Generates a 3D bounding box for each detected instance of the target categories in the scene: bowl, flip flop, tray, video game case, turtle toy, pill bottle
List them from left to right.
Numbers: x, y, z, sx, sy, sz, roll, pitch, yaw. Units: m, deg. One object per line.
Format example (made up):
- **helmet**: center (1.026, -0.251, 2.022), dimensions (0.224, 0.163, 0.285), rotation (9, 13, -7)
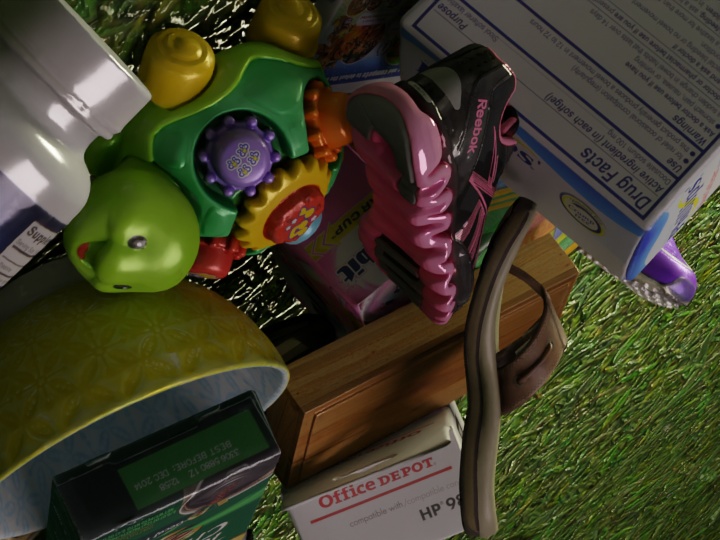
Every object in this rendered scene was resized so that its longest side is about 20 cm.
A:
- **pill bottle**: center (-0.192, -0.038, 0.945), dimensions (0.200, 0.111, 0.111), rotation (-44, 158, 0)
- **bowl**: center (-0.149, 0.054, 1.166), dimensions (0.200, 0.108, 0.200), rotation (-26, 166, -7)
- **turtle toy**: center (-0.079, -0.051, 1.125), dimensions (0.200, 0.101, 0.146), rotation (-25, 152, -38)
- **tray**: center (0.036, 0.056, 1.294), dimensions (0.200, 0.037, 0.099), rotation (-27, 156, -23)
- **video game case**: center (0.041, -0.183, 1.207), dimensions (0.143, 0.018, 0.200), rotation (-14, 144, -51)
- **flip flop**: center (0.088, 0.057, 1.217), dimensions (0.081, 0.057, 0.201), rotation (-51, 146, -79)

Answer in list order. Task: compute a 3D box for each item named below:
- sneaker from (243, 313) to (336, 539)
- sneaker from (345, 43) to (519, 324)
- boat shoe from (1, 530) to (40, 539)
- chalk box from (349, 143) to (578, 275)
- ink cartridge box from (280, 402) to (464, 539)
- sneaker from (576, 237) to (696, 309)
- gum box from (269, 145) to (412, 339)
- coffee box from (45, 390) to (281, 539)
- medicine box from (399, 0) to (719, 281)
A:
- **sneaker**: center (-0.081, 0.118, 1.359), dimensions (0.200, 0.116, 0.075), rotation (-31, -172, 9)
- **sneaker**: center (0.051, -0.047, 1.145), dimensions (0.095, 0.079, 0.200), rotation (-38, 154, -19)
- **boat shoe**: center (-0.206, 0.125, 1.249), dimensions (0.200, 0.073, 0.063), rotation (-33, 174, -33)
- **chalk box**: center (0.109, -0.087, 1.353), dimensions (0.200, 0.124, 0.124), rotation (-40, 157, -8)
- **ink cartridge box**: center (0.015, 0.136, 1.352), dimensions (0.116, 0.067, 0.200), rotation (-22, -173, 4)
- **sneaker**: center (0.173, -0.060, 1.436), dimensions (0.100, 0.200, 0.070), rotation (-50, 136, 8)
- **gum box**: center (0.000, 0.000, 1.337), dimensions (0.066, 0.114, 0.200), rotation (-40, 158, -8)
- **coffee box**: center (-0.115, 0.135, 1.203), dimensions (0.123, 0.044, 0.200), rotation (-23, 165, -18)
- **medicine box**: center (0.152, -0.132, 1.215), dimensions (0.200, 0.182, 0.103), rotation (-46, 167, -11)
